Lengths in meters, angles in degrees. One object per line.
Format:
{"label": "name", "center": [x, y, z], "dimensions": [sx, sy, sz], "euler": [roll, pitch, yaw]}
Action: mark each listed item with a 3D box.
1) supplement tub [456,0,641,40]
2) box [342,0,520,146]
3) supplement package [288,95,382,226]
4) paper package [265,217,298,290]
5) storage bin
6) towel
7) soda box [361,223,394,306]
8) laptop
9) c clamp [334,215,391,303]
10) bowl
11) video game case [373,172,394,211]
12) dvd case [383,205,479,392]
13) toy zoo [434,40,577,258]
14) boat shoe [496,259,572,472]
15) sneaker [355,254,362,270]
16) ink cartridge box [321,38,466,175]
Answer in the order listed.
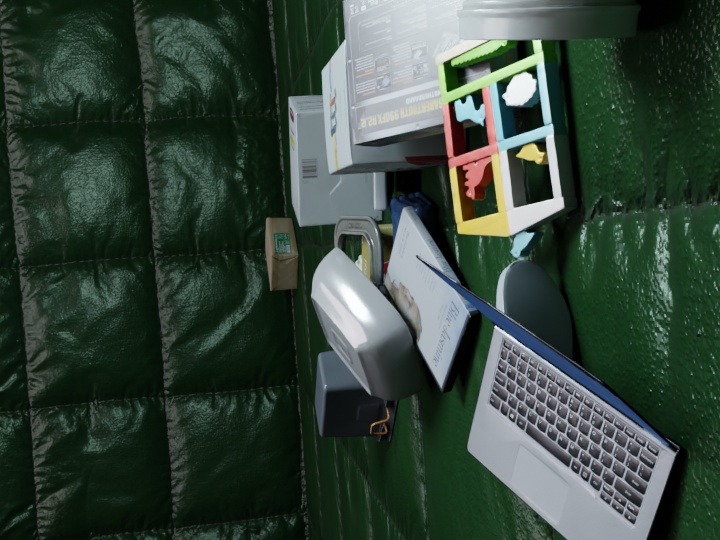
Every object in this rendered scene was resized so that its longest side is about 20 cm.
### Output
{"label": "supplement tub", "center": [0.125, -0.256, 0.549], "dimensions": [0.145, 0.141, 0.205], "euler": [-126, 34, -71]}
{"label": "box", "center": [0.068, -0.223, 0.869], "dimensions": [0.198, 0.048, 0.162], "euler": [-5, 90, 47]}
{"label": "supplement package", "center": [-0.044, -0.196, 1.482], "dimensions": [0.111, 0.152, 0.204], "euler": [-115, 22, -63]}
{"label": "paper package", "center": [-0.285, -0.060, 3.039], "dimensions": [0.193, 0.101, 0.202], "euler": [96, 166, -45]}
{"label": "storage bin", "center": [-0.011, 0.231, 1.534], "dimensions": [0.202, 0.131, 0.147], "euler": [95, 166, -47]}
{"label": "towel", "center": [0.074, -0.003, 1.197], "dimensions": [0.112, 0.047, 0.205], "euler": [-130, 37, -72]}
{"label": "soda box", "center": [0.039, 0.032, 1.351], "dimensions": [0.064, 0.066, 0.205], "euler": [-123, 31, -67]}
{"label": "laptop", "center": [0.120, 0.112, 0.617], "dimensions": [0.187, 0.114, 0.204], "euler": [37, 125, 47]}
{"label": "c clamp", "center": [0.000, 0.000, 1.298], "dimensions": [0.199, 0.027, 0.175], "euler": [-157, 61, -64]}
{"label": "bowl", "center": [0.000, 0.088, 1.216], "dimensions": [0.200, 0.074, 0.201], "euler": [49, 164, 35]}
{"label": "video game case", "center": [0.035, -0.206, 1.268], "dimensions": [0.182, 0.022, 0.205], "euler": [-68, -22, -75]}
{"label": "dvd case", "center": [0.086, 0.036, 1.091], "dimensions": [0.145, 0.017, 0.202], "euler": [104, 149, -42]}
{"label": "toy zoo", "center": [0.128, -0.113, 0.755], "dimensions": [0.130, 0.020, 0.205], "euler": [-11, 85, 52]}
{"label": "boat shoe", "center": [0.152, 0.095, 0.738], "dimensions": [0.068, 0.072, 0.204], "euler": [-38, 65, 60]}
{"label": "sneaker", "center": [-0.011, 0.017, 1.457], "dimensions": [0.080, 0.127, 0.203], "euler": [-103, 14, -45]}
{"label": "ink cartridge box", "center": [0.036, -0.201, 1.064], "dimensions": [0.200, 0.142, 0.148], "euler": [-159, 65, -80]}
